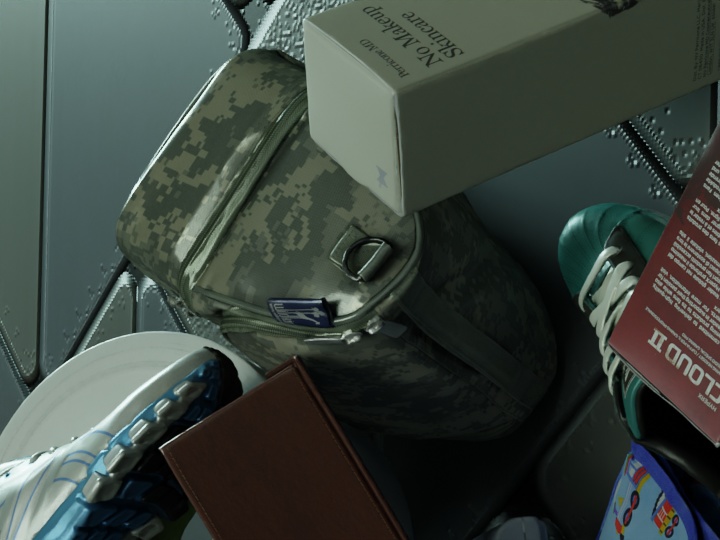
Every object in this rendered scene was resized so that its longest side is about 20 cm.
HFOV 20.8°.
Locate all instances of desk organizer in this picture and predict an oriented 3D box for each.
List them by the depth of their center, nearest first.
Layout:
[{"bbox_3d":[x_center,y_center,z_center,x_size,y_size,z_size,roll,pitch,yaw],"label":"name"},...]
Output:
[{"bbox_3d":[-0.015,0.147,0.907,0.201,0.077,0.072,59,163,1],"label":"desk organizer"}]

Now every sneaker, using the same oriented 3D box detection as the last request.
[{"bbox_3d":[0.144,0.034,0.907,0.200,0.080,0.072,50,124,39],"label":"sneaker"},{"bbox_3d":[-0.142,0.107,0.967,0.200,0.075,0.087,-49,53,3],"label":"sneaker"}]

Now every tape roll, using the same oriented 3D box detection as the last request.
[{"bbox_3d":[-0.088,0.147,1.047,0.202,0.139,0.204,-9,69,23],"label":"tape roll"}]

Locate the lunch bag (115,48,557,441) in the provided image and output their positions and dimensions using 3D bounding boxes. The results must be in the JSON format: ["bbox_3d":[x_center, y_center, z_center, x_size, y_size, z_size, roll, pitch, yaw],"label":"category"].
[{"bbox_3d":[0.000,0.000,0.985,0.167,0.200,0.140,32,86,35],"label":"lunch bag"}]

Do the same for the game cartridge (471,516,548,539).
[{"bbox_3d":[0.078,0.229,0.969,0.133,0.041,0.201,110,154,-75],"label":"game cartridge"}]

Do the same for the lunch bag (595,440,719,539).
[{"bbox_3d":[0.157,0.178,0.897,0.200,0.094,0.151,46,127,56],"label":"lunch bag"}]

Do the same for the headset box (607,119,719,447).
[{"bbox_3d":[0.201,-0.014,0.790,0.075,0.148,0.201,46,121,41],"label":"headset box"}]

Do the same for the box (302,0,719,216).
[{"bbox_3d":[0.077,-0.103,0.898,0.082,0.199,0.069,41,146,42],"label":"box"}]
